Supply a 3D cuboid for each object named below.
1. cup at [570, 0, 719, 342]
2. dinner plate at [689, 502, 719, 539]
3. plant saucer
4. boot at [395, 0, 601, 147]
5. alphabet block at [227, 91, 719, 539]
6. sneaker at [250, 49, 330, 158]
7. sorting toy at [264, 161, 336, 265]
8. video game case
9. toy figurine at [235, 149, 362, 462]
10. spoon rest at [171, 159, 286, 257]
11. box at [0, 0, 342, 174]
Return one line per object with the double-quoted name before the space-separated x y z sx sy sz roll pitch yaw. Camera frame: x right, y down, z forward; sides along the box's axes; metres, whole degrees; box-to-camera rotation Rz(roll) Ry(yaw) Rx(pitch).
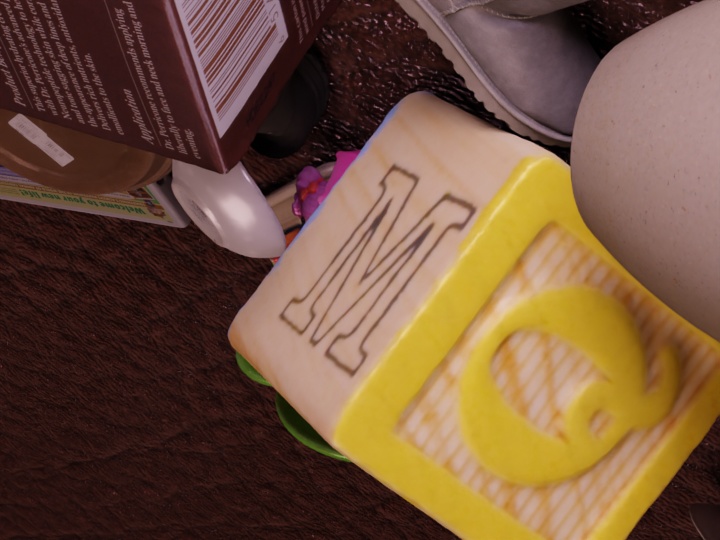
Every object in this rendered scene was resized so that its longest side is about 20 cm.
"cup" 0.186 -0.051 1.018 0.143 0.200 0.200 12 152 37
"dinner plate" 0.319 0.226 1.535 0.200 0.024 0.200 35 -167 -9
"plant saucer" -0.211 -0.120 1.457 0.200 0.029 0.200 16 143 12
"boot" 0.116 -0.146 1.078 0.182 0.073 0.200 37 148 -23
"alphabet block" 0.073 0.038 1.235 0.195 0.196 0.200 35 -179 -23
"sneaker" -0.070 -0.116 1.291 0.076 0.091 0.200 19 156 14
"sorting toy" 0.011 0.007 1.514 0.200 0.036 0.185 35 155 -17
"video game case" -0.240 -0.103 1.581 0.200 0.022 0.182 9 150 34
"toy figurine" 0.000 0.000 1.397 0.200 0.150 0.184 25 128 36
"spoon rest" -0.112 -0.088 1.365 0.200 0.061 0.099 49 167 -2
"box" -0.131 -0.181 1.122 0.200 0.164 0.166 18 150 22
